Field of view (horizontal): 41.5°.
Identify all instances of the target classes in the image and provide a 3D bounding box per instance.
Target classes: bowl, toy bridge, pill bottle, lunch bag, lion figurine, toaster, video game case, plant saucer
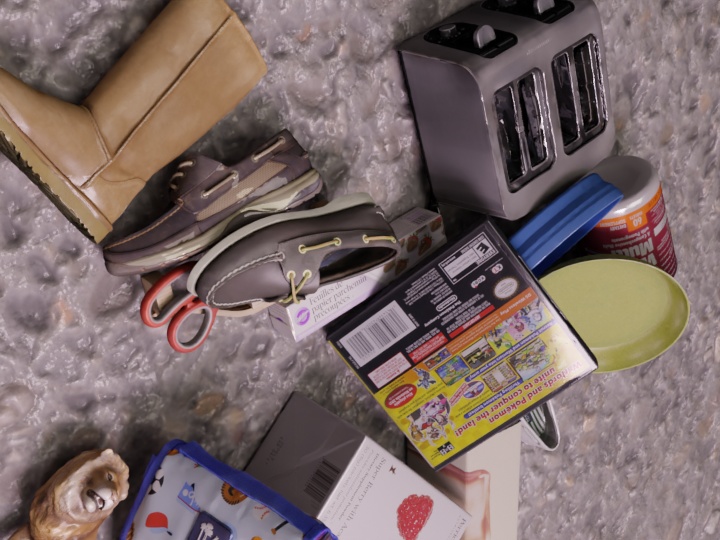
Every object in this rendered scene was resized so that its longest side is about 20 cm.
[{"bbox_3d":[0.183,-0.024,0.984,0.200,0.040,0.201,-39,170,-8],"label":"bowl"},{"bbox_3d":[-0.101,0.003,0.843,0.198,0.027,0.068,-26,120,-30],"label":"toy bridge"},{"bbox_3d":[0.314,-0.024,1.123,0.109,0.109,0.202,-39,125,-23],"label":"pill bottle"},{"bbox_3d":[-0.109,0.257,0.792,0.123,0.168,0.203,-29,135,-51],"label":"lunch bag"},{"bbox_3d":[-0.239,0.248,0.791,0.122,0.072,0.203,-34,138,-42],"label":"lion figurine"},{"bbox_3d":[0.145,-0.159,0.935,0.179,0.118,0.203,-32,122,-27],"label":"toaster"},{"bbox_3d":[0.096,0.075,0.915,0.199,0.026,0.181,-36,102,18],"label":"video game case"},{"bbox_3d":[0.273,0.046,1.089,0.200,0.197,0.031,50,33,-37],"label":"plant saucer"}]

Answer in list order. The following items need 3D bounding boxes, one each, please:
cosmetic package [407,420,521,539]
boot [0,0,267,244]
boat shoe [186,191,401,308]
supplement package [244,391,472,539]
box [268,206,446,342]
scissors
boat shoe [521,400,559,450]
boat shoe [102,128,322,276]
[{"bbox_3d":[0.112,0.251,1.051,0.086,0.103,0.204,-15,112,-36],"label":"cosmetic package"},{"bbox_3d":[-0.182,-0.146,0.710,0.201,0.066,0.176,-50,137,-17],"label":"boot"},{"bbox_3d":[-0.049,-0.009,0.794,0.199,0.061,0.072,-24,154,-36],"label":"boat shoe"},{"bbox_3d":[-0.004,0.232,0.935,0.200,0.119,0.122,42,76,-40],"label":"supplement package"},{"bbox_3d":[0.000,0.000,0.918,0.198,0.041,0.039,-32,122,-29],"label":"box"},{"bbox_3d":[-0.100,-0.009,0.812,0.199,0.014,0.074,-41,127,-20],"label":"scissors"},{"bbox_3d":[0.186,0.128,1.094,0.074,0.066,0.201,-46,128,-18],"label":"boat shoe"},{"bbox_3d":[-0.127,-0.058,0.785,0.198,0.074,0.074,-28,94,-26],"label":"boat shoe"}]
